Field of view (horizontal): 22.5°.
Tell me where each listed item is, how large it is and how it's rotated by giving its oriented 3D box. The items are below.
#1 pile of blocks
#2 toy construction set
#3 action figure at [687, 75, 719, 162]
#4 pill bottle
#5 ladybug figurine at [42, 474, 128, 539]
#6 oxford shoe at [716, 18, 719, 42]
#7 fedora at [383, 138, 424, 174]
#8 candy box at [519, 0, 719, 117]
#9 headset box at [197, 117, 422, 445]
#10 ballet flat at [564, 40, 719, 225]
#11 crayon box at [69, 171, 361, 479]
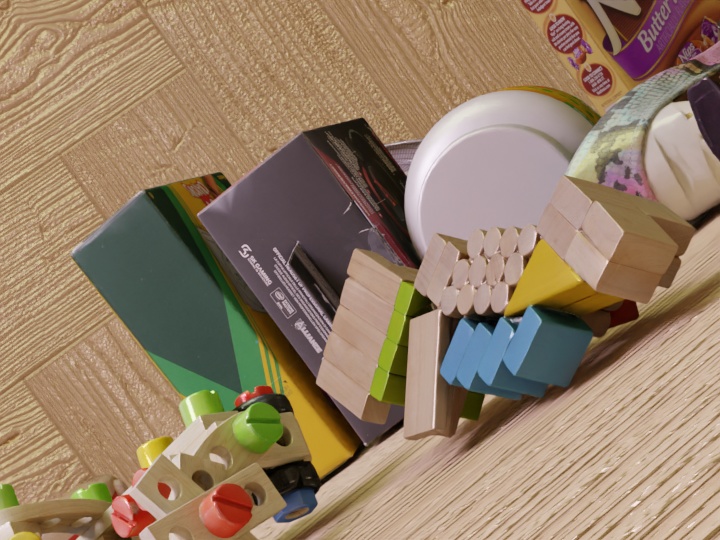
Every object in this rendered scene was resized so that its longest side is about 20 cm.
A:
[{"bbox_3d":[0.058,0.023,0.669,0.062,0.083,0.200,13,-16,-27],"label":"pile of blocks"},{"bbox_3d":[-0.092,0.105,0.756,0.130,0.093,0.199,-4,-14,-40],"label":"toy construction set"},{"bbox_3d":[0.215,-0.109,0.730,0.200,0.070,0.130,-33,-7,-38],"label":"action figure"},{"bbox_3d":[0.082,-0.039,0.946,0.111,0.111,0.200,-36,0,12],"label":"pill bottle"},{"bbox_3d":[-0.285,0.261,1.649,0.200,0.072,0.136,-37,-1,13],"label":"ladybug figurine"},{"bbox_3d":[0.255,-0.150,1.140,0.073,0.085,0.200,-39,0,-42],"label":"oxford shoe"},{"bbox_3d":[0.044,-0.018,1.482,0.199,0.177,0.091,-11,48,38],"label":"fedora"},{"bbox_3d":[0.199,-0.183,1.311,0.116,0.201,0.056,-37,0,-24],"label":"candy box"},{"bbox_3d":[0.000,0.000,0.980,0.075,0.149,0.200,-37,0,12],"label":"headset box"},{"bbox_3d":[0.167,-0.066,0.834,0.200,0.070,0.071,-36,20,-34],"label":"ballet flat"},{"bbox_3d":[-0.064,0.032,1.017,0.058,0.173,0.200,-39,0,10],"label":"crayon box"}]
